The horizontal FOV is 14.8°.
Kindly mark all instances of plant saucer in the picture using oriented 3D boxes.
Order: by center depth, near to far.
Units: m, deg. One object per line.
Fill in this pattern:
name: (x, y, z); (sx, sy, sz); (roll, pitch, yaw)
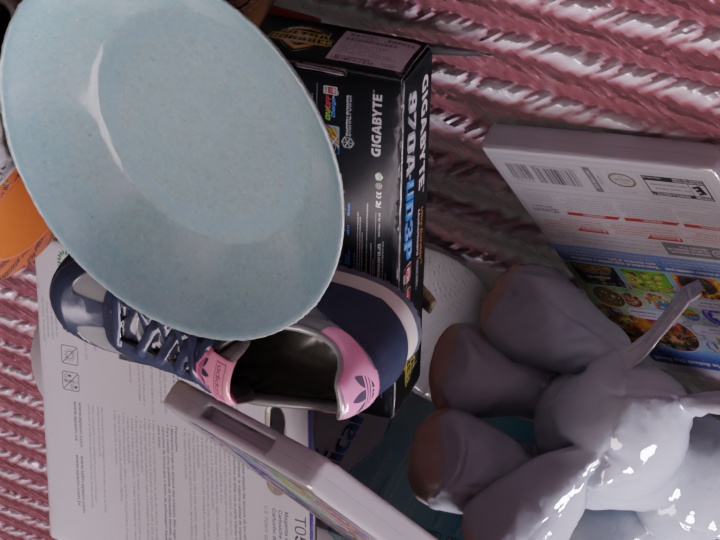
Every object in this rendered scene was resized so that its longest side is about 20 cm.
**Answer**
plant saucer: (-0.083, -0.062, 1.319); (0.201, 0.039, 0.201); (19, 127, 26)

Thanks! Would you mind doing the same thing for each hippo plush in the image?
hippo plush: (0.138, 0.085, 1.499); (0.200, 0.160, 0.161); (-35, 145, 20)

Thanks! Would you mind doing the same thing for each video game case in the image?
video game case: (0.164, -0.004, 1.435); (0.143, 0.018, 0.200); (8, 149, 39)
video game case: (-0.012, 0.120, 1.438); (0.143, 0.018, 0.200); (38, 173, -25)

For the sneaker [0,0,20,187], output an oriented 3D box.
sneaker: (-0.171, -0.107, 1.410); (0.076, 0.200, 0.092); (19, 119, 17)

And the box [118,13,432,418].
box: (-0.047, -0.031, 1.416); (0.159, 0.046, 0.200); (11, 122, 17)

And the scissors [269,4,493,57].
scissors: (-0.013, -0.116, 1.420); (0.200, 0.014, 0.073); (16, 151, 25)

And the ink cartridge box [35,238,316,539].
ink cartridge box: (-0.099, 0.083, 1.613); (0.200, 0.043, 0.197); (12, 113, 29)

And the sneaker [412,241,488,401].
sneaker: (0.000, 0.000, 1.585); (0.200, 0.075, 0.088); (43, 170, -26)

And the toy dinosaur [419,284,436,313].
toy dinosaur: (-0.036, -0.049, 1.482); (0.200, 0.088, 0.047); (23, 158, 10)

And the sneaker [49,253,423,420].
sneaker: (-0.075, 0.030, 1.384); (0.199, 0.082, 0.070); (5, 121, 20)

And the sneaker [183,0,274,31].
sneaker: (-0.082, -0.187, 1.289); (0.084, 0.073, 0.200); (23, 145, 21)

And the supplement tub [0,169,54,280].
supplement tub: (-0.259, -0.087, 1.565); (0.200, 0.123, 0.123); (37, 161, 23)

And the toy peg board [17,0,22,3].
toy peg board: (-0.289, -0.164, 1.430); (0.199, 0.200, 0.098); (26, 139, 9)

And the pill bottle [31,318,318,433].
pill bottle: (-0.115, 0.054, 1.740); (0.200, 0.120, 0.120); (-2, 142, 49)

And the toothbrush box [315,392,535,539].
toothbrush box: (0.068, 0.129, 1.651); (0.200, 0.147, 0.085); (15, 153, 28)
